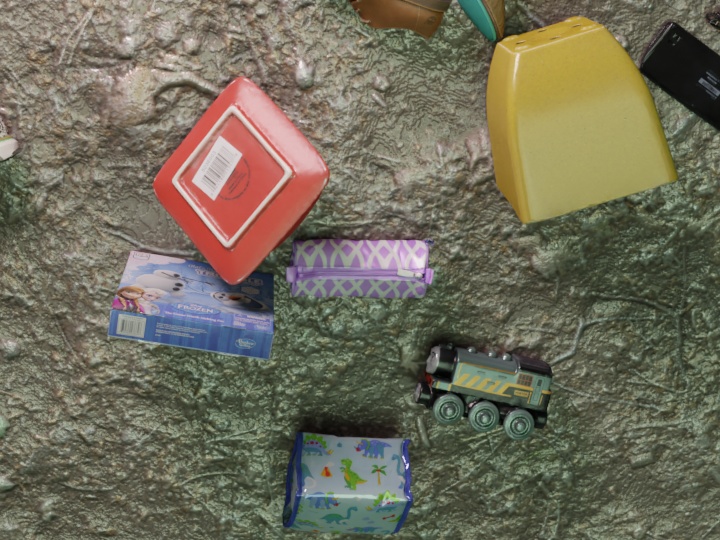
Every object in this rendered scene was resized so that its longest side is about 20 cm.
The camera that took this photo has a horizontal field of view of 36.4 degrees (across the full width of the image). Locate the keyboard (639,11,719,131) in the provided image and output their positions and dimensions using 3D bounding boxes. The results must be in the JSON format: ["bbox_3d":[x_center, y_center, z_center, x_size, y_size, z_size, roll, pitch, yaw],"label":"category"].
[{"bbox_3d":[0.473,-0.263,1.436,0.200,0.021,0.127,31,112,-17],"label":"keyboard"}]

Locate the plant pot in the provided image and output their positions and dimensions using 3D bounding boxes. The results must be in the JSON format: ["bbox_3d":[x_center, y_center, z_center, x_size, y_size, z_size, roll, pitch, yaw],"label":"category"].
[{"bbox_3d":[0.255,-0.200,1.357,0.193,0.196,0.201,-16,108,2],"label":"plant pot"}]

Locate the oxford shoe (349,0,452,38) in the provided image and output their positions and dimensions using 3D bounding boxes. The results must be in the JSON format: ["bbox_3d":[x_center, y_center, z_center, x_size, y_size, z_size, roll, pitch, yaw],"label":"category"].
[{"bbox_3d":[0.008,-0.336,1.346,0.199,0.071,0.071,19,124,-8],"label":"oxford shoe"}]

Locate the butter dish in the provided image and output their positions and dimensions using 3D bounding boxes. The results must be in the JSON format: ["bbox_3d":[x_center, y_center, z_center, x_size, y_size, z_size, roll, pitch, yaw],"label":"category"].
[{"bbox_3d":[-0.127,-0.108,1.393,0.200,0.148,0.200,-48,68,16],"label":"butter dish"}]

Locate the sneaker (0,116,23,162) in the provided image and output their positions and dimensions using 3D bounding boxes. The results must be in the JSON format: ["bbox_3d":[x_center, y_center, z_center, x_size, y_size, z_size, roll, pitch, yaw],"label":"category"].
[{"bbox_3d":[-0.533,-0.162,1.381,0.199,0.077,0.089,-14,100,-4],"label":"sneaker"}]

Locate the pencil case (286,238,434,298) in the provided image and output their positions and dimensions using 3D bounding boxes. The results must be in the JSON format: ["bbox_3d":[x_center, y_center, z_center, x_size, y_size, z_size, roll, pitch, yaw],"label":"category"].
[{"bbox_3d":[0.000,0.000,1.472,0.199,0.086,0.084,-1,111,-3],"label":"pencil case"}]

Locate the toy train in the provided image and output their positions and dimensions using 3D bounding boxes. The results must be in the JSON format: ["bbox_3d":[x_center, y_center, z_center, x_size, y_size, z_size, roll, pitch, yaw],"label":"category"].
[{"bbox_3d":[0.179,0.168,1.562,0.199,0.085,0.114,13,99,-8],"label":"toy train"}]

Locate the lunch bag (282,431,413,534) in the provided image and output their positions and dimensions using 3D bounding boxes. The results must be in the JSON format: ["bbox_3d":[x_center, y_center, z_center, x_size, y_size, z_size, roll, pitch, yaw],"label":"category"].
[{"bbox_3d":[-0.022,0.323,1.585,0.169,0.128,0.200,5,141,-6],"label":"lunch bag"}]

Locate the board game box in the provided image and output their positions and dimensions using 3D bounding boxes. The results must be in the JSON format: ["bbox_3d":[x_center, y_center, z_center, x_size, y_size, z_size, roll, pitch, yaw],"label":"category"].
[{"bbox_3d":[-0.212,0.041,1.411,0.199,0.199,0.044,9,109,-9],"label":"board game box"}]

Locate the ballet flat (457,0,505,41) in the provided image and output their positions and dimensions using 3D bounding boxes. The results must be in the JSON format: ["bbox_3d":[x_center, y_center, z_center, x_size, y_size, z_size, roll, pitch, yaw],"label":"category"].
[{"bbox_3d":[0.129,-0.378,1.346,0.072,0.068,0.200,-46,105,-6],"label":"ballet flat"}]
